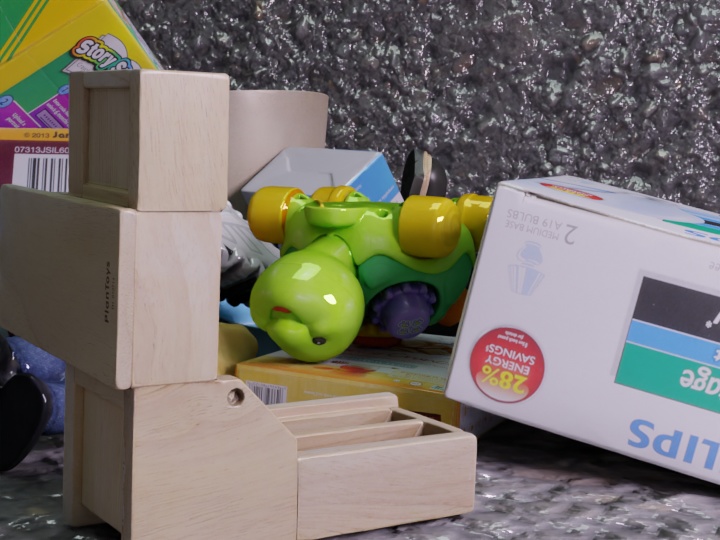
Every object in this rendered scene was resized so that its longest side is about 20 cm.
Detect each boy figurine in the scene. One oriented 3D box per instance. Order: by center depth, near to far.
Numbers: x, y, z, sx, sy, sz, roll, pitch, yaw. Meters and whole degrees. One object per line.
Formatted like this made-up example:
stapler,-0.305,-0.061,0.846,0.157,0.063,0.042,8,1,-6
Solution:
boy figurine,-0.138,0.056,0.730,0.124,0.064,0.200,41,22,23

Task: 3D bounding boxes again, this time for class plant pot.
plant pot,-0.116,-0.055,1.157,0.187,0.200,0.187,-3,3,0

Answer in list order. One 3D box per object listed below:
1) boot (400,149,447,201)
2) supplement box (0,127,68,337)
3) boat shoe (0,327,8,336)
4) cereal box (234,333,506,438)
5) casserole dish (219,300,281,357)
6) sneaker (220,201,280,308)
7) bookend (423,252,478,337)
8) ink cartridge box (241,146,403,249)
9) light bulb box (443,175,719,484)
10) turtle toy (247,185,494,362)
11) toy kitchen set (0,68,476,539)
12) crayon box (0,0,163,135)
boot,0.100,-0.024,1.132,0.138,0.078,0.200,5,-37,3
supplement box,-0.172,-0.003,0.815,0.110,0.086,0.200,1,-27,-7
boat shoe,-0.256,0.024,1.016,0.200,0.071,0.091,3,7,17
cereal box,0.026,0.071,0.818,0.144,0.040,0.200,6,7,21
casserole dish,-0.063,0.049,1.008,0.121,0.039,0.200,-1,6,-25
sneaker,-0.112,-0.029,0.954,0.200,0.081,0.075,27,-30,-36
bookend,0.139,0.024,1.050,0.200,0.092,0.199,1,5,4
ink cartridge box,-0.005,-0.004,1.082,0.116,0.200,0.067,8,44,43
light bulb box,0.175,0.027,0.736,0.198,0.125,0.200,16,10,16
turtle toy,0.000,0.000,0.803,0.146,0.101,0.200,6,7,28
toy kitchen set,-0.062,0.010,0.604,0.180,0.200,0.163,-2,8,-33
crayon box,-0.210,-0.099,0.801,0.172,0.058,0.200,-33,-18,-2
